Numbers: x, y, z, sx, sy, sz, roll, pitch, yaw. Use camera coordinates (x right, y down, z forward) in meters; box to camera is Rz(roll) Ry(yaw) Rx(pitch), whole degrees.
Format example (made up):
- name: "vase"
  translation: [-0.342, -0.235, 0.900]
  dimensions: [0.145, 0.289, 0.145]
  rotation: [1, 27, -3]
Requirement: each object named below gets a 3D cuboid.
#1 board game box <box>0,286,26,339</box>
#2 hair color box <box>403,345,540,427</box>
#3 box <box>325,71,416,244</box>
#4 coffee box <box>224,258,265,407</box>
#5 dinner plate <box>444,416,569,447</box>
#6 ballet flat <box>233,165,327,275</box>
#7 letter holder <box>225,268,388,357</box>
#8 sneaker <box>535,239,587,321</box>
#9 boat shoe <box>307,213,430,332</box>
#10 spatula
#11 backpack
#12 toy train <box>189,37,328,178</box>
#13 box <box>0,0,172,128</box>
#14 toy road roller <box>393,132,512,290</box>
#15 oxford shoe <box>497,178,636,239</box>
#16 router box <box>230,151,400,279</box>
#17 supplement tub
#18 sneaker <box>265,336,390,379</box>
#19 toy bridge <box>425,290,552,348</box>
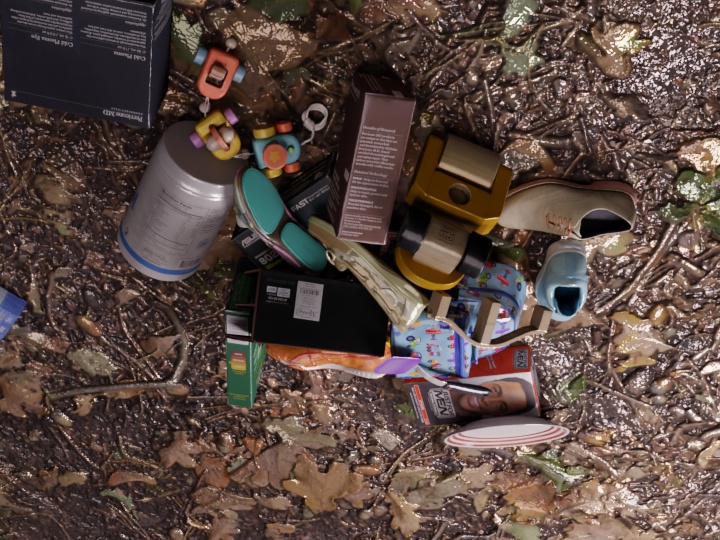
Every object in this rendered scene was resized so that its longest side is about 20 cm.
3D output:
- name: "board game box"
  translation: [-0.673, 0.066, 1.922]
  dimensions: [0.198, 0.044, 0.200]
  rotation: [34, 126, -17]
- name: "hair color box"
  translation: [0.177, 0.183, 1.868]
  dimensions: [0.198, 0.061, 0.102]
  rotation: [-8, 128, 15]
- name: "box"
  translation: [0.011, -0.146, 1.556]
  dimensions: [0.074, 0.100, 0.201]
  rotation: [8, 112, -14]
- name: "coffee box"
  translation: [-0.175, 0.098, 1.817]
  dimensions: [0.044, 0.123, 0.201]
  rotation: [5, 131, 3]
- name: "dinner plate"
  translation: [0.231, 0.255, 1.893]
  dimensions: [0.198, 0.024, 0.200]
  rotation: [-2, 163, -1]
- name: "ballet flat"
  translation: [-0.124, -0.062, 1.629]
  dimensions: [0.071, 0.069, 0.200]
  rotation: [-2, 141, 45]
- name: "letter holder"
  translation: [-0.078, 0.061, 1.693]
  dimensions: [0.199, 0.101, 0.142]
  rotation: [8, 175, -24]
- name: "sneaker"
  translation: [0.283, 0.038, 1.687]
  dimensions: [0.073, 0.083, 0.200]
  rotation: [1, 151, 10]
- name: "boat shoe"
  translation: [0.001, 0.000, 1.620]
  dimensions: [0.200, 0.073, 0.063]
  rotation: [38, 96, -2]
- name: "spatula"
  translation: [0.108, 0.155, 1.709]
  dimensions: [0.199, 0.021, 0.056]
  rotation: [20, 141, -27]
- name: "backpack"
  translation: [0.142, 0.069, 1.727]
  dimensions: [0.198, 0.135, 0.183]
  rotation: [1, 141, 0]
- name: "toy train"
  translation: [-0.145, -0.205, 1.575]
  dimensions: [0.199, 0.056, 0.151]
  rotation: [27, 103, -17]
- name: "box"
  translation: [-0.349, -0.301, 1.527]
  dimensions: [0.198, 0.104, 0.183]
  rotation: [12, 129, 0]
- name: "toy road roller"
  translation: [0.111, -0.068, 1.607]
  dimensions: [0.122, 0.201, 0.146]
  rotation: [22, 154, -5]
- name: "oxford shoe"
  translation: [0.277, -0.079, 1.627]
  dimensions: [0.198, 0.074, 0.071]
  rotation: [-6, 128, 14]
- name: "router box"
  translation: [-0.064, -0.057, 1.708]
  dimensions: [0.199, 0.062, 0.150]
  rotation: [-32, 117, 30]
- name: "supplement tub"
  translation: [-0.250, -0.094, 1.664]
  dimensions: [0.131, 0.132, 0.200]
  rotation: [25, 128, -11]
- name: "sneaker"
  translation: [-0.048, 0.117, 1.859]
  dimensions: [0.198, 0.073, 0.078]
  rotation: [4, 108, 1]
- name: "toy bridge"
  translation: [0.172, 0.071, 1.636]
  dimensions: [0.199, 0.027, 0.068]
  rotation: [8, 105, -30]
